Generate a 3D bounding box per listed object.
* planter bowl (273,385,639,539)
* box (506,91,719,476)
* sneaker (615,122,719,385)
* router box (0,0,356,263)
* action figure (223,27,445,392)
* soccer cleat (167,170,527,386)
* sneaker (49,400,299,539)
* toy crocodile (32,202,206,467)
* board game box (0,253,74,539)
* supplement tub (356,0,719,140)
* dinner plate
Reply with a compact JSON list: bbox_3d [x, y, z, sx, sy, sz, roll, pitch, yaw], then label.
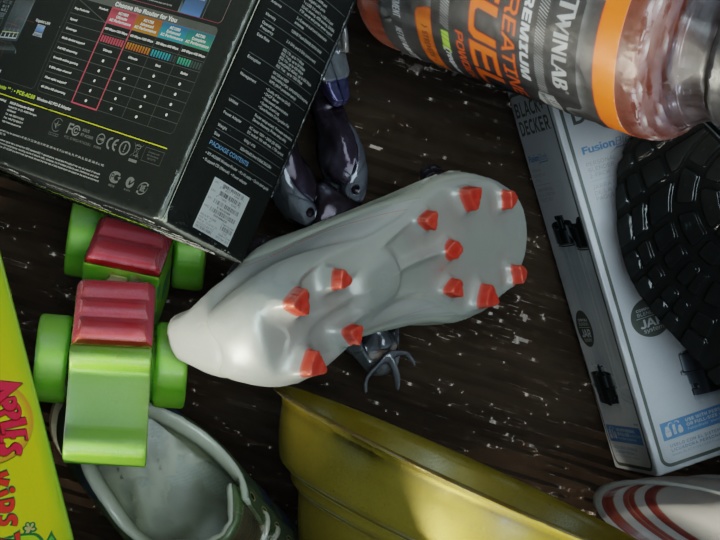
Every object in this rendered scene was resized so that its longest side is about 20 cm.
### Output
[{"bbox_3d":[0.037,0.128,0.911,0.200,0.200,0.084,23,89,-10],"label":"planter bowl"},{"bbox_3d":[0.157,-0.013,1.007,0.116,0.060,0.201,-16,92,-12],"label":"box"},{"bbox_3d":[0.191,0.016,0.957,0.076,0.087,0.201,-36,75,31],"label":"sneaker"},{"bbox_3d":[-0.107,-0.104,0.893,0.062,0.199,0.150,29,83,-52],"label":"router box"},{"bbox_3d":[-0.017,-0.036,0.967,0.130,0.069,0.201,-23,99,-29],"label":"action figure"},{"bbox_3d":[0.000,0.000,0.910,0.200,0.077,0.070,-23,109,-47],"label":"soccer cleat"},{"bbox_3d":[-0.065,0.127,0.943,0.200,0.090,0.067,46,81,-7],"label":"sneaker"},{"bbox_3d":[-0.105,0.006,0.912,0.067,0.062,0.201,7,44,-2],"label":"toy crocodile"},{"bbox_3d":[-0.158,0.097,0.881,0.047,0.102,0.201,-11,68,-16],"label":"board game box"},{"bbox_3d":[0.102,-0.123,0.916,0.199,0.107,0.107,23,83,30],"label":"supplement tub"},{"bbox_3d":[0.204,0.130,0.946,0.199,0.200,0.024,24,72,-10],"label":"dinner plate"}]
